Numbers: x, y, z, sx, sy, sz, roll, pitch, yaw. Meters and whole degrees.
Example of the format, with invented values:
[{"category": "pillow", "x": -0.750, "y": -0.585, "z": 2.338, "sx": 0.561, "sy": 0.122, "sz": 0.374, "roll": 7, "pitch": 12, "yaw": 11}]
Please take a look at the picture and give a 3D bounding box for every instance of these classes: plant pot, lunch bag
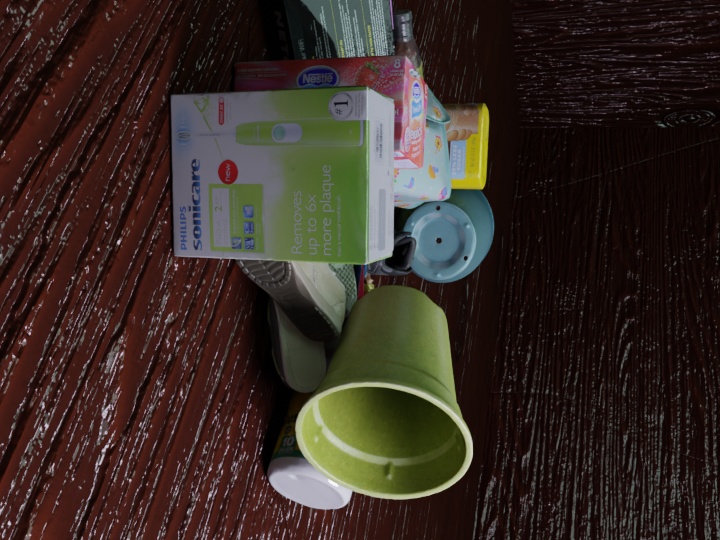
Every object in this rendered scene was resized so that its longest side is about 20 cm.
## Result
[{"category": "plant pot", "x": 0.035, "y": 0.128, "z": 0.808, "sx": 0.187, "sy": 0.194, "sz": 0.204, "roll": -79, "pitch": 161, "yaw": -48}, {"category": "plant pot", "x": 0.148, "y": -0.069, "z": 1.260, "sx": 0.188, "sy": 0.193, "sz": 0.207, "roll": -43, "pitch": 134, "yaw": -75}, {"category": "lunch bag", "x": 0.050, "y": -0.209, "z": 1.050, "sx": 0.167, "sy": 0.120, "sz": 0.207, "roll": 4, "pitch": 83, "yaw": -42}]

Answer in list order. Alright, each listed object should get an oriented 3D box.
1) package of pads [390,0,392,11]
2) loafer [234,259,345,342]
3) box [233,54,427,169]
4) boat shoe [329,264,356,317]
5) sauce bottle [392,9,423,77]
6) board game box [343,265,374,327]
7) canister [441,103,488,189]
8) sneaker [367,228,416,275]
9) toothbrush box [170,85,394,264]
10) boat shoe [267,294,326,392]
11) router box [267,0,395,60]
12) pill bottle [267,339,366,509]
[{"category": "package of pads", "x": -0.011, "y": -0.364, "z": 0.969, "sx": 0.202, "sy": 0.073, "sz": 0.123, "roll": -63, "pitch": 149, "yaw": -50}, {"category": "loafer", "x": -0.079, "y": -0.008, "z": 0.768, "sx": 0.202, "sy": 0.074, "sz": 0.069, "roll": 59, "pitch": 36, "yaw": -29}, {"category": "box", "x": -0.032, "y": -0.166, "z": 0.742, "sx": 0.102, "sy": 0.194, "sz": 0.098, "roll": 9, "pitch": 85, "yaw": -70}, {"category": "boat shoe", "x": -0.043, "y": -0.041, "z": 0.883, "sx": 0.073, "sy": 0.062, "sz": 0.207, "roll": -7, "pitch": 99, "yaw": -34}, {"category": "sauce bottle", "x": 0.086, "y": -0.373, "z": 1.274, "sx": 0.066, "sy": 0.064, "sz": 0.205, "roll": -60, "pitch": 150, "yaw": -53}, {"category": "board game box", "x": 0.000, "y": 0.000, "z": 0.970, "sx": 0.160, "sy": 0.038, "sz": 0.204, "roll": -102, "pitch": -163, "yaw": -50}, {"category": "canister", "x": 0.120, "y": -0.215, "z": 1.192, "sx": 0.086, "sy": 0.194, "sz": 0.154, "roll": 1, "pitch": 92, "yaw": -71}, {"category": "sneaker", "x": 0.049, "y": -0.037, "z": 1.143, "sx": 0.199, "sy": 0.111, "sz": 0.079, "roll": -39, "pitch": 132, "yaw": -68}, {"category": "toothbrush box", "x": -0.071, "y": -0.086, "z": 0.636, "sx": 0.086, "sy": 0.194, "sz": 0.151, "roll": -16, "pitch": 108, "yaw": -68}, {"category": "boat shoe", "x": -0.082, "y": 0.042, "z": 0.840, "sx": 0.070, "sy": 0.060, "sz": 0.209, "roll": -3, "pitch": 89, "yaw": -26}, {"category": "router box", "x": -0.028, "y": -0.274, "z": 0.848, "sx": 0.146, "sy": 0.051, "sz": 0.205, "roll": -26, "pitch": 126, "yaw": -24}, {"category": "pill bottle", "x": -0.042, "y": 0.192, "z": 0.900, "sx": 0.114, "sy": 0.109, "sz": 0.204, "roll": 71, "pitch": 29, "yaw": -47}]
